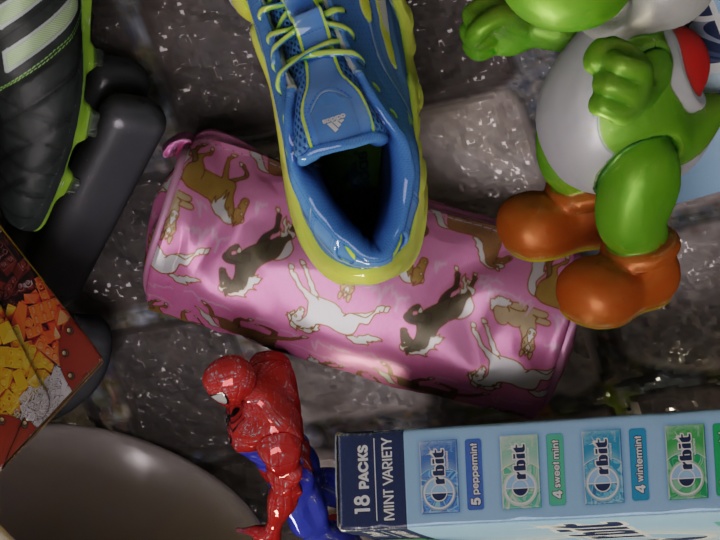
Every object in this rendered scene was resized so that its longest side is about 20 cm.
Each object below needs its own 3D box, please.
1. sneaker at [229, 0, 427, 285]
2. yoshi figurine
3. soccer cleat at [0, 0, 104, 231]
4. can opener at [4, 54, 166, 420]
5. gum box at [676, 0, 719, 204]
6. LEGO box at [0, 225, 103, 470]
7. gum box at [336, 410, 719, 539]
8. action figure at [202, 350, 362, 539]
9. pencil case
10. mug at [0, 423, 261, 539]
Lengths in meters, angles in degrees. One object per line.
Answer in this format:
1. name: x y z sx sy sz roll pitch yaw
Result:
1. sneaker: -0.008 -0.091 1.028 0.075 0.105 0.202 -15 97 -4
2. yoshi figurine: 0.085 -0.081 0.993 0.112 0.112 0.201 12 122 13
3. soccer cleat: -0.147 -0.116 1.071 0.080 0.068 0.202 3 107 -18
4. can opener: -0.129 -0.008 1.177 0.066 0.054 0.201 7 130 -33
5. gum box: 0.170 -0.139 1.026 0.169 0.045 0.201 -16 118 20
6. LEGO box: -0.230 0.022 1.137 0.199 0.077 0.149 -17 115 51
7. gum box: 0.106 0.094 1.113 0.198 0.170 0.045 -5 80 14
8. action figure: -0.033 0.093 1.156 0.051 0.066 0.200 -10 146 8
9. pencil case: 0.000 0.000 1.126 0.198 0.087 0.083 15 153 2
10. mug: -0.135 0.185 1.192 0.148 0.187 0.154 17 113 -14
